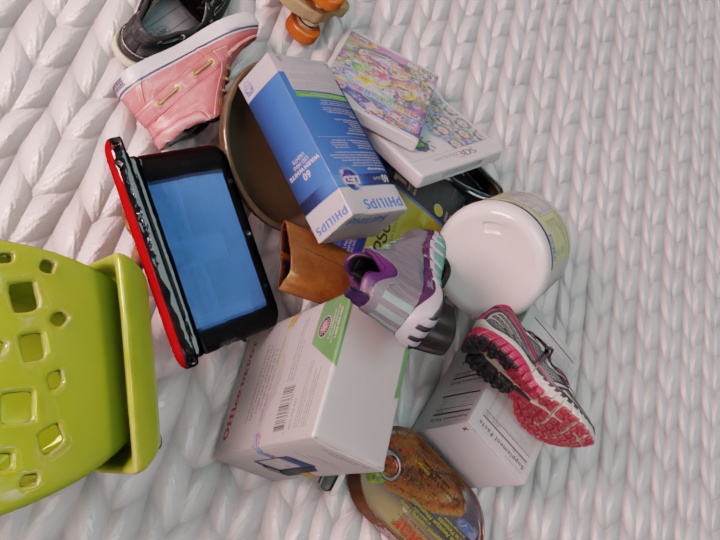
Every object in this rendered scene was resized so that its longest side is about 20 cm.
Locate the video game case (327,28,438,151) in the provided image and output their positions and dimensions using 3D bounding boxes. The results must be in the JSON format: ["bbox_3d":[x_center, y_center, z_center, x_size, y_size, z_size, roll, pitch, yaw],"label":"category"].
[{"bbox_3d":[0.024,-0.239,0.970,0.142,0.018,0.201,27,39,-6],"label":"video game case"}]

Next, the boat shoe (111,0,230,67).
[{"bbox_3d":[-0.203,-0.307,0.866,0.075,0.066,0.200,49,53,-10],"label":"boat shoe"}]

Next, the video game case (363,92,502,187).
[{"bbox_3d":[0.064,-0.195,0.982,0.181,0.024,0.200,-23,60,-44],"label":"video game case"}]

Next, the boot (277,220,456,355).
[{"bbox_3d":[0.000,0.000,0.829,0.199,0.069,0.189,23,36,-15],"label":"boot"}]

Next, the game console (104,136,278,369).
[{"bbox_3d":[-0.146,-0.026,0.698,0.118,0.172,0.201,-20,92,-15],"label":"game console"}]

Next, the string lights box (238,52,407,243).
[{"bbox_3d":[-0.040,-0.133,0.812,0.102,0.059,0.201,-10,68,-52],"label":"string lights box"}]

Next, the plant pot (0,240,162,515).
[{"bbox_3d":[-0.272,0.084,0.599,0.181,0.198,0.202,-1,81,-39],"label":"plant pot"}]

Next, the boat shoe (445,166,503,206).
[{"bbox_3d":[0.116,-0.155,1.046,0.200,0.062,0.075,43,56,-16],"label":"boat shoe"}]

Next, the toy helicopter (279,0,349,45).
[{"bbox_3d":[-0.059,-0.398,1.011,0.132,0.079,0.200,45,43,-4],"label":"toy helicopter"}]

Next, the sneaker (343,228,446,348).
[{"bbox_3d":[0.030,-0.009,0.711,0.087,0.075,0.200,31,20,-10],"label":"sneaker"}]

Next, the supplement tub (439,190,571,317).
[{"bbox_3d":[0.191,-0.026,0.973,0.200,0.144,0.146,-23,88,-63],"label":"supplement tub"}]

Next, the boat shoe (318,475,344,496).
[{"bbox_3d":[-0.027,0.149,0.848,0.061,0.073,0.201,15,65,-4],"label":"boat shoe"}]

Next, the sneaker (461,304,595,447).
[{"bbox_3d":[0.206,0.125,0.864,0.200,0.080,0.075,50,51,-11],"label":"sneaker"}]

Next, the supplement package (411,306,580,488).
[{"bbox_3d":[0.173,0.158,0.950,0.114,0.109,0.200,48,53,-13],"label":"supplement package"}]

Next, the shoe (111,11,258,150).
[{"bbox_3d":[-0.176,-0.216,0.856,0.200,0.071,0.091,-40,101,-33],"label":"shoe"}]

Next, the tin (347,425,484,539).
[{"bbox_3d":[0.066,0.271,0.882,0.200,0.042,0.112,48,50,-13],"label":"tin"}]

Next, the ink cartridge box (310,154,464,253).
[{"bbox_3d":[0.043,-0.067,0.960,0.200,0.047,0.199,37,57,-33],"label":"ink cartridge box"}]

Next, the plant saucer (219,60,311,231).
[{"bbox_3d":[-0.093,-0.142,0.878,0.199,0.029,0.202,11,76,-51],"label":"plant saucer"}]

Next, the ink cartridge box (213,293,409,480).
[{"bbox_3d":[-0.051,0.122,0.746,0.087,0.199,0.146,30,58,-27],"label":"ink cartridge box"}]

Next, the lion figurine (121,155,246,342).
[{"bbox_3d":[-0.178,-0.021,0.795,0.200,0.072,0.123,45,40,-33],"label":"lion figurine"}]
